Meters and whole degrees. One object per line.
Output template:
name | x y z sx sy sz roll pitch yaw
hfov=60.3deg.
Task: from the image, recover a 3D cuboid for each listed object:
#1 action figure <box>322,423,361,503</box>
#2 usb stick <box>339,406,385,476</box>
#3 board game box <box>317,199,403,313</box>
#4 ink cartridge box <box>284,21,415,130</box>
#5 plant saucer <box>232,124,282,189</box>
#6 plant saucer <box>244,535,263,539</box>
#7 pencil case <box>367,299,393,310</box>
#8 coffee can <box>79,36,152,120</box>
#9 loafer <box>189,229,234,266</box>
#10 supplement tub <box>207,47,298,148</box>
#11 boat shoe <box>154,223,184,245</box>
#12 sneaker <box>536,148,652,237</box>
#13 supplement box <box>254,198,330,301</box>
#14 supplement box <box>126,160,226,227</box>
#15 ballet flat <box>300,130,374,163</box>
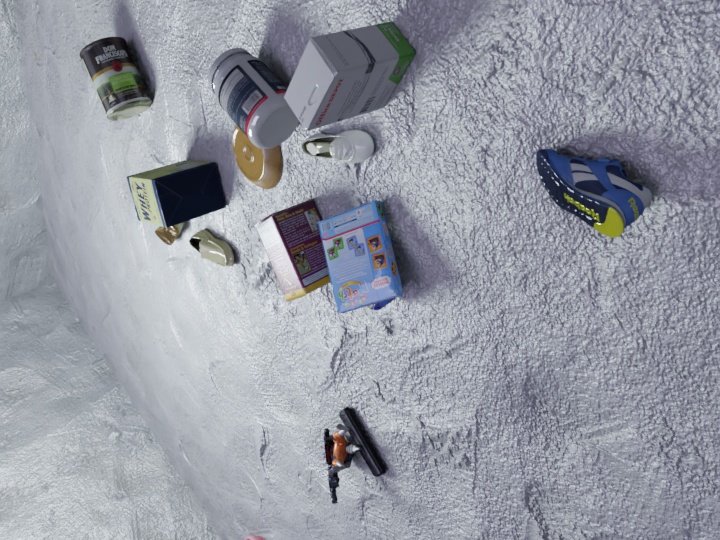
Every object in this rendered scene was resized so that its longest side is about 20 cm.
action figure | -0.048 0.524 1.694 0.194 0.102 0.204 94 168 -69
usb stick | 0.004 0.465 1.676 0.202 0.032 0.055 58 151 8
board game box | -0.002 -0.027 1.308 0.149 0.036 0.204 -17 80 27
ink cartridge box | -0.020 -0.345 1.100 0.085 0.198 0.146 54 142 12
plant saucer | -0.272 -0.301 1.570 0.199 0.035 0.204 28 130 39
plant saucer | -0.406 1.186 2.575 0.199 0.050 0.204 27 129 39
pencil case | 0.000 0.000 1.371 0.087 0.078 0.200 -47 69 15
coffee can | -0.746 -0.584 1.895 0.145 0.145 0.203 -17 98 53
loafer | -0.460 -0.060 1.909 0.198 0.068 0.077 29 131 38
supplement tub | -0.239 -0.387 1.393 0.201 0.139 0.141 49 141 20
boat shoe | -0.642 -0.138 2.105 0.073 0.063 0.199 46 151 -20
sneaker | 0.336 -0.126 0.907 0.201 0.082 0.074 52 173 44
supplement box | -0.146 -0.048 1.483 0.102 0.130 0.203 -18 95 53
supplement box | -0.534 -0.227 1.795 0.198 0.198 0.137 13 120 47
ballet flat | -0.055 -0.257 1.306 0.198 0.069 0.071 14 121 46
